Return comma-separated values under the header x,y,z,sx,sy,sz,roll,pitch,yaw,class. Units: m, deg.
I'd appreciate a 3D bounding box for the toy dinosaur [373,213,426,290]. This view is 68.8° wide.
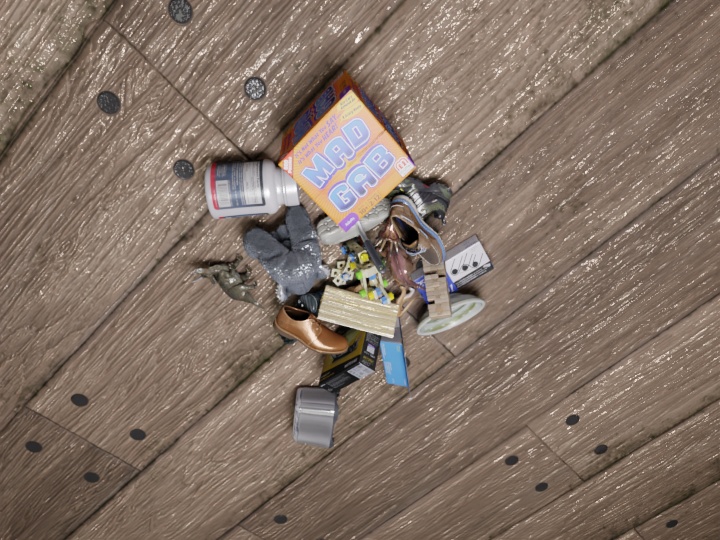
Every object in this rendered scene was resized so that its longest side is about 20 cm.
x,y,z,sx,sy,sz,roll,pitch,yaw,class
0.088,-0.029,1.257,0.084,0.136,0.204,-27,87,-1,toy dinosaur

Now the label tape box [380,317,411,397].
x,y,z,sx,sy,sz,roll,pitch,yaw,class
0.085,0.213,1.377,0.061,0.202,0.148,-9,121,4,label tape box

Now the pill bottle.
x,y,z,sx,sy,sz,roll,pitch,yaw,class
-0.236,-0.183,1.168,0.194,0.121,0.123,-5,121,-3,pill bottle

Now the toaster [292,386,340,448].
x,y,z,sx,sy,sz,roll,pitch,yaw,class
-0.130,0.419,1.527,0.125,0.115,0.205,6,121,-6,toaster

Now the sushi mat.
x,y,z,sx,sy,sz,roll,pitch,yaw,class
-0.005,0.100,1.293,0.194,0.098,0.012,15,150,-3,sushi mat

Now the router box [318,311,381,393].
x,y,z,sx,sy,sz,roll,pitch,yaw,class
-0.023,0.208,1.350,0.052,0.160,0.199,30,139,-20,router box

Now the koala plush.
x,y,z,sx,sy,sz,roll,pitch,yaw,class
-0.158,-0.009,1.258,0.175,0.185,0.202,-29,150,-12,koala plush

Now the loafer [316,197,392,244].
x,y,z,sx,sy,sz,roll,pitch,yaw,class
-0.011,-0.118,1.264,0.195,0.071,0.070,-20,155,0,loafer

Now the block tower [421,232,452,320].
x,y,z,sx,sy,sz,roll,pitch,yaw,class
0.185,0.016,1.288,0.056,0.206,0.054,-8,161,14,block tower

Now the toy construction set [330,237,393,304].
x,y,z,sx,sy,sz,roll,pitch,yaw,class
0.000,0.000,1.273,0.091,0.198,0.134,-32,119,-25,toy construction set

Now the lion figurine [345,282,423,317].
x,y,z,sx,sy,sz,roll,pitch,yaw,class
0.053,0.079,1.359,0.196,0.073,0.125,23,99,0,lion figurine

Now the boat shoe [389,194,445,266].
x,y,z,sx,sy,sz,roll,pitch,yaw,class
0.124,-0.074,1.209,0.071,0.073,0.201,-18,123,42,boat shoe

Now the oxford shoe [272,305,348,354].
x,y,z,sx,sy,sz,roll,pitch,yaw,class
-0.113,0.145,1.281,0.196,0.072,0.072,23,124,-11,oxford shoe

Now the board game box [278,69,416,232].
x,y,z,sx,sy,sz,roll,pitch,yaw,class
-0.031,-0.252,1.099,0.199,0.201,0.200,-40,116,16,board game box

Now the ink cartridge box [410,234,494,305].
x,y,z,sx,sy,sz,roll,pitch,yaw,class
0.237,0.003,1.362,0.197,0.045,0.095,-32,117,13,ink cartridge box

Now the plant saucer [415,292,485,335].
x,y,z,sx,sy,sz,roll,pitch,yaw,class
0.230,0.106,1.386,0.195,0.051,0.201,-18,157,-8,plant saucer

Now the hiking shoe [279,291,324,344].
x,y,z,sx,sy,sz,roll,pitch,yaw,class
-0.146,0.127,1.379,0.200,0.086,0.075,-45,72,40,hiking shoe

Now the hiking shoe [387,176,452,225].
x,y,z,sx,sy,sz,roll,pitch,yaw,class
0.119,-0.160,1.223,0.194,0.076,0.104,7,90,-10,hiking shoe

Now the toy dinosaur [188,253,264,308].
x,y,z,sx,sy,sz,roll,pitch,yaw,class
-0.319,0.027,1.319,0.101,0.078,0.200,-31,124,26,toy dinosaur

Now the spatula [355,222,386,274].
x,y,z,sx,sy,sz,roll,pitch,yaw,class
0.007,-0.081,1.205,0.055,0.021,0.203,-27,79,-7,spatula
